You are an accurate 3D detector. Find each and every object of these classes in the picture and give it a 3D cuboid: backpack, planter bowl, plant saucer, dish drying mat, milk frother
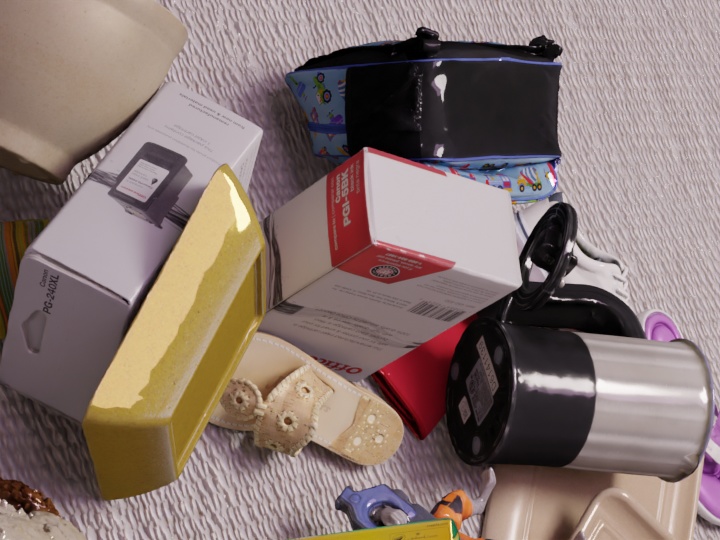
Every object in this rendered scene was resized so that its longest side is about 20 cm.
[{"bbox_3d":[0.041,-0.117,1.808,0.182,0.199,0.136,-3,92,-45],"label":"backpack"},{"bbox_3d":[-0.237,-0.143,1.582,0.199,0.200,0.136,27,82,-29],"label":"planter bowl"},{"bbox_3d":[-0.115,0.054,1.543,0.048,0.200,0.201,24,70,8],"label":"plant saucer"},{"bbox_3d":[0.075,0.050,1.869,0.077,0.018,0.200,51,45,-12],"label":"dish drying mat"},{"bbox_3d":[0.188,0.058,1.791,0.187,0.200,0.182,6,63,-24],"label":"milk frother"}]

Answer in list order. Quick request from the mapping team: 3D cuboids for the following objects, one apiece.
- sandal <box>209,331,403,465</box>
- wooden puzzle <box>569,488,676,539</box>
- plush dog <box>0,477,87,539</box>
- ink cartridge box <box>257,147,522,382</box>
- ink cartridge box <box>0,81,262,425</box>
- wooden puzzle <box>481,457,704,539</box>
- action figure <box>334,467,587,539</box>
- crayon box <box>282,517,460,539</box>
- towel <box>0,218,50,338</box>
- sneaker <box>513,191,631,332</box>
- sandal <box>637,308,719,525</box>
[{"bbox_3d":[-0.040,0.105,1.686,0.211,0.070,0.078,22,98,-36],"label":"sandal"},{"bbox_3d":[0.206,0.306,1.819,0.185,0.037,0.201,44,66,-17],"label":"wooden puzzle"},{"bbox_3d":[-0.223,0.205,1.460,0.171,0.159,0.202,11,61,-64],"label":"plush dog"},{"bbox_3d":[0.000,0.000,1.699,0.146,0.200,0.084,15,57,-36],"label":"ink cartridge box"},{"bbox_3d":[-0.157,-0.009,1.568,0.083,0.146,0.200,27,47,7],"label":"ink cartridge box"},{"bbox_3d":[0.193,0.189,1.895,0.199,0.037,0.186,27,59,-24],"label":"wooden puzzle"},{"bbox_3d":[0.075,0.235,1.671,0.192,0.105,0.200,-21,50,-34],"label":"action figure"},{"bbox_3d":[-0.024,0.247,1.576,0.058,0.198,0.120,70,13,-69],"label":"crayon box"},{"bbox_3d":[-0.284,0.008,1.559,0.199,0.018,0.087,-4,74,-47],"label":"towel"},{"bbox_3d":[0.200,0.025,1.941,0.201,0.071,0.073,53,18,-8],"label":"sneaker"},{"bbox_3d":[0.292,0.128,2.002,0.082,0.050,0.204,-19,84,-44],"label":"sandal"}]
